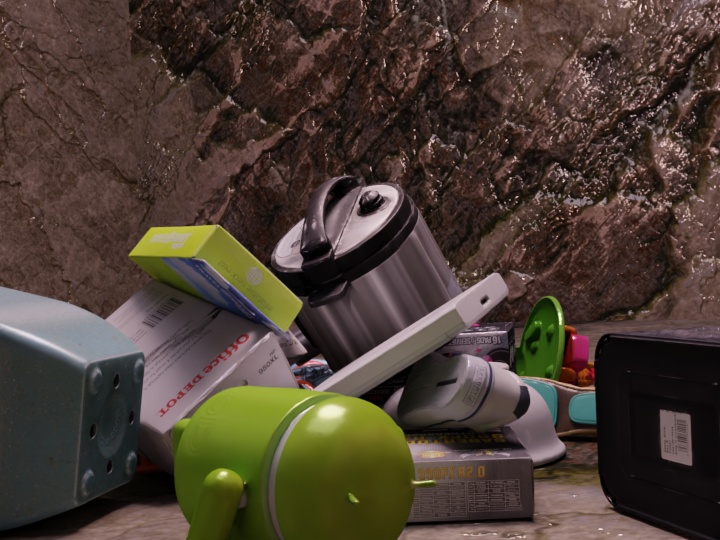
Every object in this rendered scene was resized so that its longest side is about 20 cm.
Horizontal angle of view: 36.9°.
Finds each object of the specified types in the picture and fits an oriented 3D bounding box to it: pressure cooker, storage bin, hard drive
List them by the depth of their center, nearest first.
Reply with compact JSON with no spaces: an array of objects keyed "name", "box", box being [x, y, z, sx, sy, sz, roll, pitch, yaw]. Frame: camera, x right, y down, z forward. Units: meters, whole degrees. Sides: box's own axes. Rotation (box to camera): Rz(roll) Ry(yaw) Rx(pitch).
[{"name":"storage bin","box":[0.260,0.114,0.776,0.093,0.136,0.200,-2,0,-18]},{"name":"hard drive","box":[0.034,0.075,0.986,0.199,0.027,0.132,-34,-2,27]},{"name":"pressure cooker","box":[0.003,-0.001,1.162,0.178,0.201,0.176,-37,25,-15]}]

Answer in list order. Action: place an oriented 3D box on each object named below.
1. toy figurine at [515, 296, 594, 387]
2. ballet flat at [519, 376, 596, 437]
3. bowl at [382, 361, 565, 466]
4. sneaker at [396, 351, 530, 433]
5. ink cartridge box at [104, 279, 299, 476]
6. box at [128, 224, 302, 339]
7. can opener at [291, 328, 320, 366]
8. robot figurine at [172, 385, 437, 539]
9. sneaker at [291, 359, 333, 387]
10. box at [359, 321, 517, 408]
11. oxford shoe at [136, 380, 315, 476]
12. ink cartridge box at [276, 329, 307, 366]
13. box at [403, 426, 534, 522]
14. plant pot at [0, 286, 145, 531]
[{"name":"toy figurine","box":[0.295,0.132,1.347,0.183,0.151,0.200,11,-26,-9]},{"name":"ballet flat","box":[0.226,0.157,1.177,0.199,0.069,0.063,2,-20,29]},{"name":"bowl","box":[0.105,0.142,1.094,0.199,0.091,0.201,-3,1,0]},{"name":"sneaker","box":[0.086,0.115,0.948,0.070,0.073,0.200,26,-9,-10]},{"name":"ink cartridge box","box":[-0.180,0.105,1.049,0.199,0.085,0.145,19,53,43]},{"name":"box","box":[-0.143,0.009,1.072,0.122,0.048,0.200,43,-20,-25]},{"name":"can opener","box":[-0.081,0.078,1.305,0.199,0.067,0.053,-32,18,-12]},{"name":"robot figurine","box":[-0.047,0.139,0.736,0.199,0.117,0.175,-2,2,44]},{"name":"sneaker","box":[-0.101,0.166,1.326,0.198,0.080,0.096,-11,11,-6]},{"name":"box","box":[0.086,0.129,1.296,0.198,0.116,0.132,-5,1,12]},{"name":"oxford shoe","box":[-0.132,0.175,1.080,0.198,0.073,0.071,-14,42,-3]},{"name":"ink cartridge box","box":[-0.137,0.110,1.202,0.200,0.068,0.116,-44,-9,13]},{"name":"box","box":[0.036,0.168,0.898,0.198,0.049,0.158,-3,0,3]},{"name":"plant pot","box":[-0.297,0.119,0.920,0.198,0.198,0.196,6,2,12]}]
